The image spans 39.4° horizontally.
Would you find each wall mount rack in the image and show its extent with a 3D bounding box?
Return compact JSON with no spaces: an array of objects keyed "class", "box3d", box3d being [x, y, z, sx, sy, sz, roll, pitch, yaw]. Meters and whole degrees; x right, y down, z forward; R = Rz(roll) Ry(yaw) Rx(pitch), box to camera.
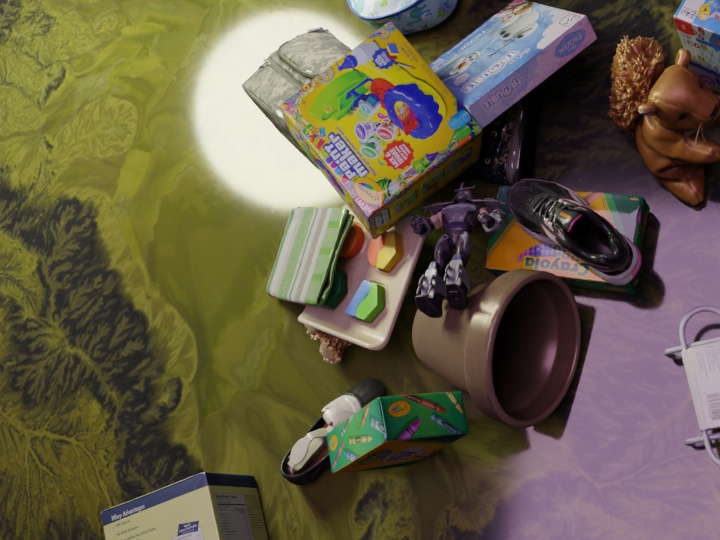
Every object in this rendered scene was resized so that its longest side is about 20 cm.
[{"class":"wall mount rack","box3d":[0.469,0.137,1.219,0.173,0.074,0.201,-16,70,26]}]

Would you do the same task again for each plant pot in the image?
[{"class":"plant pot","box3d":[0.167,0.092,1.333,0.174,0.200,0.201,9,81,47]}]

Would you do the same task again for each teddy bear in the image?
[{"class":"teddy bear","box3d":[-0.002,0.048,1.487,0.145,0.067,0.201,36,97,46]}]

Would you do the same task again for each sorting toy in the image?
[{"class":"sorting toy","box3d":[0.000,0.000,1.433,0.185,0.036,0.201,16,81,48]}]

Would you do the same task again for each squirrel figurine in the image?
[{"class":"squirrel figurine","box3d":[0.386,-0.208,1.279,0.200,0.186,0.142,42,97,29]}]

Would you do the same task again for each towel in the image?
[{"class":"towel","box3d":[-0.075,-0.021,1.497,0.200,0.031,0.150,9,81,64]}]

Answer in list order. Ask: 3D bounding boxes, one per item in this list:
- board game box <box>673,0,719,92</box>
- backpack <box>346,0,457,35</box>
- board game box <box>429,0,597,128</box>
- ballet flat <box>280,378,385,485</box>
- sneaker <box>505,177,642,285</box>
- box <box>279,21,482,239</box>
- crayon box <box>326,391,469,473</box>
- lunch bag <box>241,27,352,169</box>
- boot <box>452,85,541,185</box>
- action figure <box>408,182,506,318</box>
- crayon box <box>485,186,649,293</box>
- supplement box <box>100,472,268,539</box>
[{"class":"board game box","box3d":[0.497,-0.256,1.228,0.195,0.200,0.056,33,92,30]},{"class":"backpack","box3d":[0.053,-0.473,1.541,0.182,0.147,0.201,-13,74,26]},{"class":"board game box","box3d":[0.194,-0.294,1.398,0.200,0.043,0.199,-38,30,-3]},{"class":"ballet flat","box3d":[-0.042,0.235,1.451,0.200,0.068,0.068,-50,61,7]},{"class":"sneaker","box3d":[0.267,-0.064,1.276,0.200,0.086,0.081,34,91,30]},{"class":"box","box3d":[0.030,-0.187,1.371,0.192,0.122,0.200,-38,78,-4]},{"class":"crayon box","box3d":[0.044,0.215,1.326,0.200,0.118,0.059,134,131,-59]},{"class":"lunch bag","box3d":[-0.064,-0.275,1.539,0.168,0.139,0.200,-43,40,-1]},{"class":"boot","box3d":[0.177,-0.218,1.456,0.153,0.073,0.205,0,76,30]},{"class":"action figure","box3d":[0.124,-0.039,1.306,0.130,0.069,0.201,-11,48,32]},{"class":"crayon box","box3d":[0.278,-0.043,1.357,0.199,0.058,0.120,7,80,28]},{"class":"supplement box","box3d":[-0.247,0.422,1.469,0.199,0.134,0.201,-24,68,20]}]
